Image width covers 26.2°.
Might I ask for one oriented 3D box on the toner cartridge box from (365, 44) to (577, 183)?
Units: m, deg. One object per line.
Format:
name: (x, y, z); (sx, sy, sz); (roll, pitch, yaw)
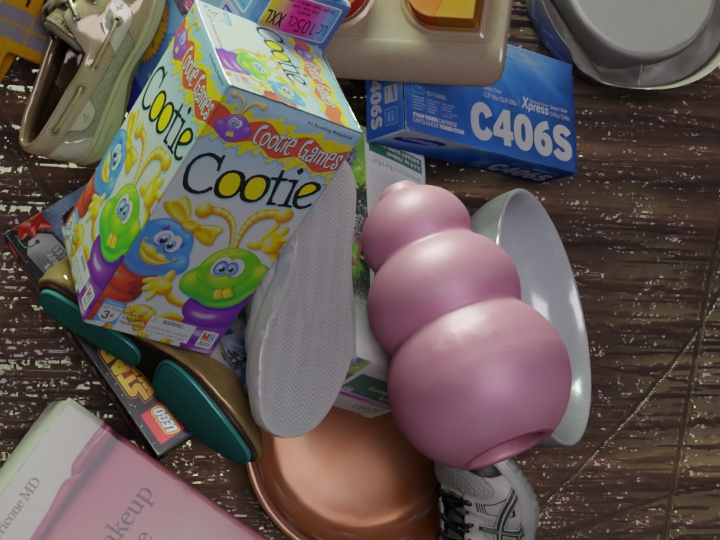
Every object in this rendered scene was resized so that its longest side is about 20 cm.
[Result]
toner cartridge box: (0.089, -0.132, 1.208); (0.200, 0.043, 0.095); (8, 74, -43)

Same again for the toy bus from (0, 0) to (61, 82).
toy bus: (-0.246, -0.219, 1.127); (0.078, 0.065, 0.200); (20, 93, -44)

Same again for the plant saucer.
plant saucer: (0.002, 0.127, 1.204); (0.200, 0.037, 0.201); (2, 85, -17)

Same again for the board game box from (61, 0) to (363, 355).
board game box: (-0.104, -0.058, 1.030); (0.103, 0.105, 0.200); (17, 121, -33)

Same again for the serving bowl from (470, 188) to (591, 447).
serving bowl: (0.115, 0.042, 1.192); (0.066, 0.200, 0.201); (-14, 88, 23)

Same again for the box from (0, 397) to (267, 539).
box: (-0.171, 0.198, 1.105); (0.200, 0.109, 0.128); (37, 76, -11)

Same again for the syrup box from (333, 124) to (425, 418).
syrup box: (0.000, 0.000, 1.149); (0.079, 0.081, 0.200); (21, 53, -35)

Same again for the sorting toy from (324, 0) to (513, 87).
sorting toy: (0.024, -0.238, 1.126); (0.185, 0.036, 0.201); (5, 81, 14)

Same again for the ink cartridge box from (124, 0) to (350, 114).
ink cartridge box: (-0.108, -0.155, 1.112); (0.076, 0.200, 0.137); (10, 36, -39)

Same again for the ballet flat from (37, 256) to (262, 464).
ballet flat: (-0.135, 0.053, 1.088); (0.200, 0.069, 0.063); (39, 58, 1)

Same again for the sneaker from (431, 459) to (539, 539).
sneaker: (0.088, 0.205, 1.165); (0.088, 0.076, 0.200); (-38, 123, -23)

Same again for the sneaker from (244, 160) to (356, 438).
sneaker: (-0.061, 0.022, 1.090); (0.074, 0.115, 0.201); (18, 73, -32)

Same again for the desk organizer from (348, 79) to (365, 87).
desk organizer: (0.032, -0.250, 1.235); (0.077, 0.072, 0.200); (38, 75, -12)

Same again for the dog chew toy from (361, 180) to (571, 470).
dog chew toy: (0.061, 0.030, 1.047); (0.124, 0.125, 0.200); (-16, 71, -18)

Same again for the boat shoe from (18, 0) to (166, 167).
boat shoe: (-0.192, -0.173, 1.101); (0.065, 0.072, 0.200); (9, 105, -43)

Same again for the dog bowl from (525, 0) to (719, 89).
dog bowl: (0.227, -0.244, 1.301); (0.200, 0.059, 0.201); (2, 83, -17)

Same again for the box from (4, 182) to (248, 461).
box: (-0.151, 0.021, 1.147); (0.137, 0.040, 0.200); (-33, 83, -17)
